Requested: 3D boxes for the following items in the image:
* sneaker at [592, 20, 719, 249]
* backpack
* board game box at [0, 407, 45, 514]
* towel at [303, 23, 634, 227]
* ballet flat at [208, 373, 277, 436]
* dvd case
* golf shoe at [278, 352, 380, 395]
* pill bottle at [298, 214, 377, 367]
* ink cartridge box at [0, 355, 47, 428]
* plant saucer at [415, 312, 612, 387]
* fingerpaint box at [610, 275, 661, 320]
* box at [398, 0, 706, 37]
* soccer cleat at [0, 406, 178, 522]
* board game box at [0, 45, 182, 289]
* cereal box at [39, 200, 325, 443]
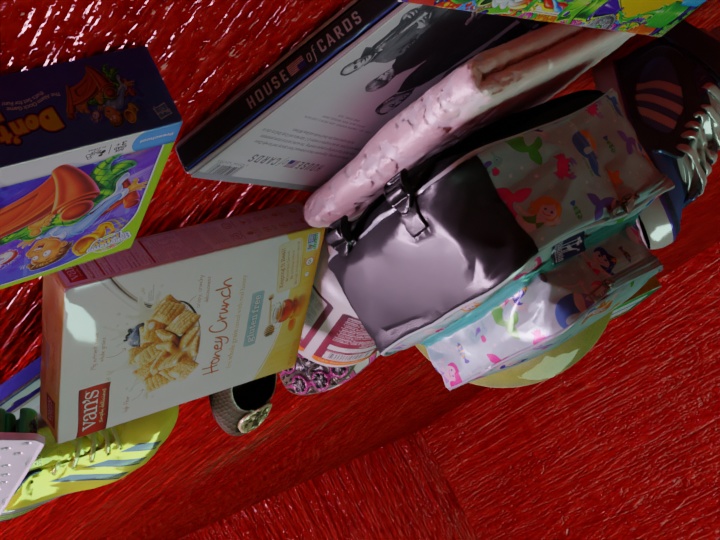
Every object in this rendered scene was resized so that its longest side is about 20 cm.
[{"bbox_3d":[0.260,-0.112,0.776,0.146,0.200,0.081,-16,133,16],"label":"sneaker"},{"bbox_3d":[0.104,-0.026,0.674,0.200,0.151,0.177,-36,179,-37],"label":"backpack"},{"bbox_3d":[-0.330,0.130,0.694,0.200,0.026,0.200,6,151,-26],"label":"board game box"},{"bbox_3d":[0.074,-0.105,0.682,0.191,0.032,0.200,-31,176,-37],"label":"towel"},{"bbox_3d":[-0.089,0.071,0.882,0.067,0.046,0.200,-34,144,-44],"label":"ballet flat"},{"bbox_3d":[0.006,-0.113,0.617,0.200,0.025,0.150,-33,166,22],"label":"dvd case"},{"bbox_3d":[-0.007,0.087,1.239,0.200,0.073,0.092,-34,167,22],"label":"golf shoe"},{"bbox_3d":[0.000,0.000,0.843,0.109,0.110,0.200,-22,166,-23],"label":"pill bottle"},{"bbox_3d":[-0.226,0.084,0.854,0.196,0.043,0.200,-33,163,22],"label":"ink cartridge box"},{"bbox_3d":[0.125,0.002,0.917,0.200,0.200,0.031,-29,157,4],"label":"plant saucer"},{"bbox_3d":[0.164,-0.007,1.022,0.200,0.167,0.073,-22,164,-26],"label":"fingerpaint box"},{"bbox_3d":[0.104,-0.187,0.325,0.192,0.122,0.200,-11,158,-49],"label":"box"},{"bbox_3d":[-0.243,0.150,0.849,0.200,0.065,0.084,-25,159,-5],"label":"soccer cleat"},{"bbox_3d":[-0.194,-0.029,0.483,0.200,0.045,0.134,-21,165,-30],"label":"board game box"},{"bbox_3d":[-0.126,0.035,0.741,0.200,0.040,0.144,-17,137,-34],"label":"cereal box"}]
